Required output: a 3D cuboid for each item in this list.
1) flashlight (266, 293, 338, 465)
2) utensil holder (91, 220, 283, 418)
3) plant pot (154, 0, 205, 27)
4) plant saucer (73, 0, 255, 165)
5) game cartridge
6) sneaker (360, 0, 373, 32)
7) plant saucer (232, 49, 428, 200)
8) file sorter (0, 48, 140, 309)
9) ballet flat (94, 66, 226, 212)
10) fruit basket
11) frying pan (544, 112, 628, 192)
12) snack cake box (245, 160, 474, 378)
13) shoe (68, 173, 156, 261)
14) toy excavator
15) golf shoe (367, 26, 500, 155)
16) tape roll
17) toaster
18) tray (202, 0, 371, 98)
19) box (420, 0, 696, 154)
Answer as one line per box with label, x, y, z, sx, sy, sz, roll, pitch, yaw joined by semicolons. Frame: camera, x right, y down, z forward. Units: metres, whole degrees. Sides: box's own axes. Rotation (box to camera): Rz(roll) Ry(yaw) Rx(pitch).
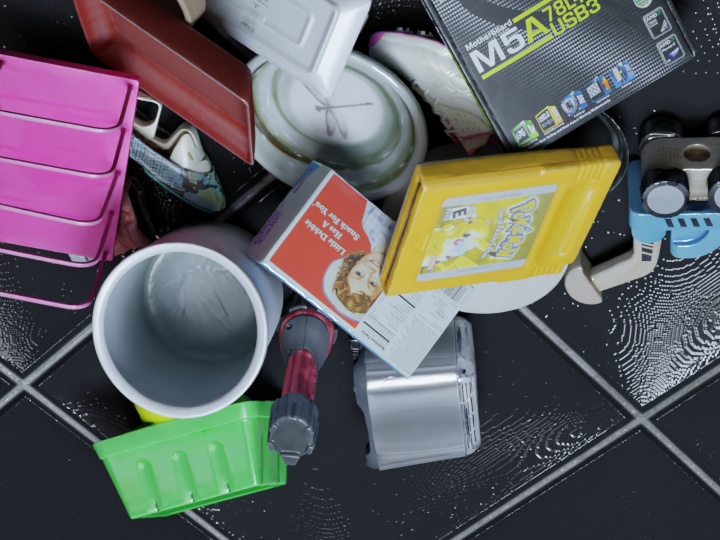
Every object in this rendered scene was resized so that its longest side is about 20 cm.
flashlight;-0.062;0.105;1.736;0.068;0.201;0.068;-37;114;25
utensil holder;-0.165;0.041;1.672;0.168;0.200;0.172;0;99;3
plant pot;-0.202;-0.314;1.494;0.201;0.201;0.093;43;78;-23
plant saucer;-0.172;-0.192;1.549;0.199;0.200;0.037;36;79;5
game cartridge;0.129;-0.045;1.573;0.198;0.033;0.177;-6;146;-17
sneaker;-0.014;-0.289;1.530;0.075;0.077;0.201;9;127;-3
plant saucer;-0.026;-0.155;1.626;0.198;0.050;0.201;12;139;11
file sorter;-0.297;-0.082;1.586;0.138;0.126;0.201;10;119;-6
ballet flat;-0.204;-0.133;1.664;0.199;0.074;0.074;33;122;-19
fruit basket;-0.192;0.158;1.847;0.214;0.155;0.218;-2;83;18
frying pan;0.188;-0.098;1.671;0.115;0.031;0.190;37;128;-9
snack cake box;0.000;0.000;1.647;0.200;0.067;0.115;39;87;-21
shoe;-0.280;-0.095;1.699;0.090;0.072;0.201;-13;128;11
toy excavator;0.299;-0.046;1.671;0.193;0.100;0.201;-1;134;8
golf shoe;0.093;-0.165;1.585;0.199;0.075;0.092;22;87;3
tape roll;0.117;-0.040;1.698;0.201;0.037;0.204;7;133;7
toaster;0.060;0.122;1.786;0.128;0.114;0.201;-5;133;4
tray;-0.091;-0.251;1.536;0.199;0.022;0.108;34;120;17
box;0.176;-0.231;1.517;0.199;0.048;0.194;-30;109;1
